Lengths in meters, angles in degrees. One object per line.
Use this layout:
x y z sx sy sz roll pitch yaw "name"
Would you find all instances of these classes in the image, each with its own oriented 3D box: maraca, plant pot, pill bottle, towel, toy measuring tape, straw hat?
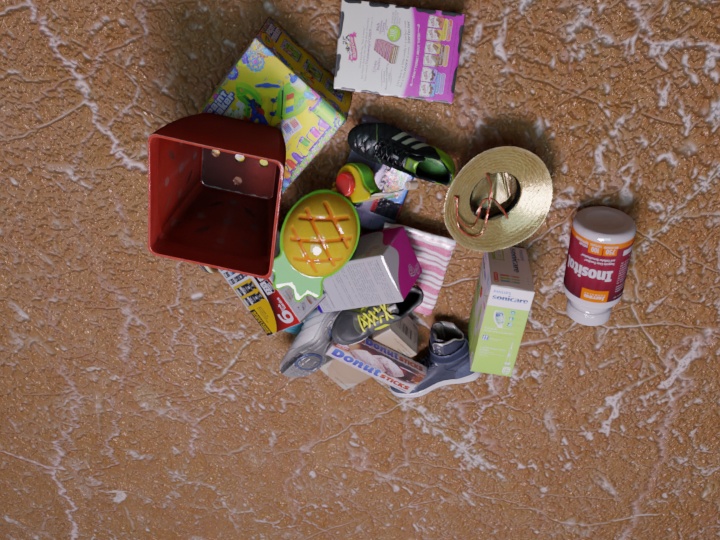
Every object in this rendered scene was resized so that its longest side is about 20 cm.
-0.081 -0.043 1.256 0.135 0.107 0.203 30 99 -8 "maraca"
-0.207 -0.138 1.125 0.195 0.178 0.204 12 125 0 "plant pot"
0.436 -0.004 1.331 0.110 0.114 0.204 1 123 5 "pill bottle"
0.095 0.001 1.400 0.142 0.030 0.203 12 133 -2 "towel"
0.016 -0.157 1.239 0.197 0.074 0.074 -8 128 47 "toy measuring tape"
0.233 -0.139 1.279 0.195 0.086 0.206 -2 117 -4 "straw hat"

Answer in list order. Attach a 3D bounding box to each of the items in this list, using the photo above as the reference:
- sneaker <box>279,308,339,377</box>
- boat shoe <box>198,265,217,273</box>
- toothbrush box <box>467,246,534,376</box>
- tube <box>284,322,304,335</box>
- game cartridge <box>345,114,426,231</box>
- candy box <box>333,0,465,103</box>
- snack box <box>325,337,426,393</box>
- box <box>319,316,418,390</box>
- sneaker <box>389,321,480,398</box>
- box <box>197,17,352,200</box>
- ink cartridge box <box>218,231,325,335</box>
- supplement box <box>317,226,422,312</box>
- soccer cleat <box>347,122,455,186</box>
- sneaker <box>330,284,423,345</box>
-0.094 0.137 1.473 0.200 0.088 0.074 -45 132 10 "sneaker"
-0.333 -0.081 1.387 0.063 0.074 0.203 -10 119 25 "boat shoe"
0.264 0.075 1.380 0.084 0.147 0.204 8 124 0 "toothbrush box"
-0.128 0.058 1.468 0.076 0.051 0.203 17 127 -9 "tube"
0.030 -0.169 1.313 0.127 0.039 0.203 20 123 -3 "game cartridge"
0.060 -0.350 1.155 0.194 0.061 0.140 8 105 0 "candy box"
0.032 0.178 1.426 0.197 0.025 0.072 28 129 -16 "snack box"
0.016 0.157 1.481 0.198 0.079 0.095 -32 121 30 "box"
0.137 0.182 1.492 0.198 0.078 0.148 -18 130 11 "sneaker"
-0.148 -0.267 1.212 0.191 0.123 0.200 38 119 -19 "box"
-0.189 0.014 1.359 0.202 0.084 0.174 54 142 -10 "ink cartridge box"
0.000 0.000 1.340 0.196 0.102 0.105 -11 117 37 "supplement box"
0.072 -0.198 1.226 0.195 0.082 0.069 18 116 -7 "soccer cleat"
0.032 0.074 1.351 0.197 0.085 0.076 -30 91 -12 "sneaker"
